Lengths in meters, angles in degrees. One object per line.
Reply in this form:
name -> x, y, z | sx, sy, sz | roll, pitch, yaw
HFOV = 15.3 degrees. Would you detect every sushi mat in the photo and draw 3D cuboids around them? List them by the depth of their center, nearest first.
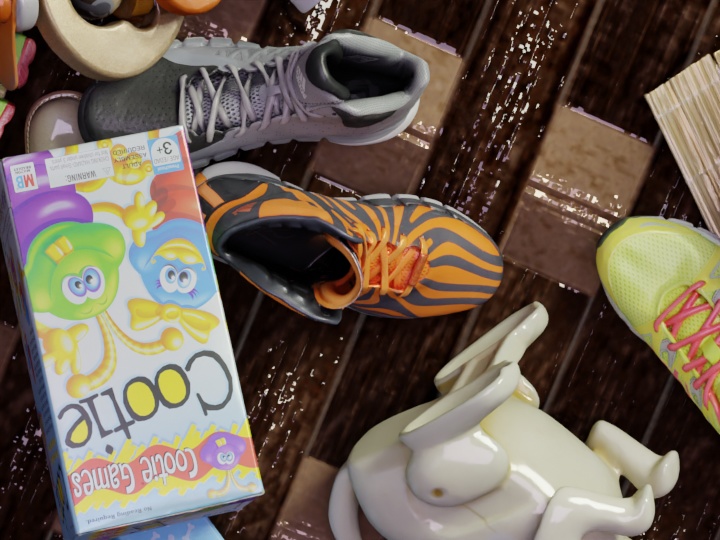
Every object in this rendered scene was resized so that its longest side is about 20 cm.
sushi mat -> 0.250, -0.039, 1.578 | 0.095, 0.012, 0.201 | -26, 96, -2

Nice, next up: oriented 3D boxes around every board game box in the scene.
board game box -> -0.127, 0.037, 1.435 | 0.103, 0.105, 0.201 | -11, 83, -11

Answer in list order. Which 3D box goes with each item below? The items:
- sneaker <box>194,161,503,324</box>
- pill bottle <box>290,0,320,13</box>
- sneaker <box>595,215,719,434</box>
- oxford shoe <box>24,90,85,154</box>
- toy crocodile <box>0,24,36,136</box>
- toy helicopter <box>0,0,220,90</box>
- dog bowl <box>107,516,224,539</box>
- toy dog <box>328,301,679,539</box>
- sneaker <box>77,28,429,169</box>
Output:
sneaker -> 0.000, 0.000, 1.499 | 0.199, 0.112, 0.078 | 10, 105, -21
pill bottle -> -0.067, -0.245, 1.492 | 0.111, 0.111, 0.200 | -42, 96, 0
sneaker -> 0.213, 0.048, 1.536 | 0.200, 0.090, 0.078 | 45, 105, -1
oxford shoe -> -0.142, -0.007, 1.525 | 0.071, 0.074, 0.201 | -20, 95, 1
toy crocodile -> -0.207, -0.128, 1.516 | 0.062, 0.068, 0.201 | 16, 95, -8
toy helicopter -> -0.174, -0.189, 1.456 | 0.132, 0.079, 0.200 | -42, 111, -23
dog bowl -> -0.090, 0.189, 1.531 | 0.050, 0.111, 0.200 | -37, 96, -13
toy dog -> 0.094, 0.154, 1.525 | 0.194, 0.140, 0.200 | -37, 96, 13
sneaker -> -0.055, -0.104, 1.488 | 0.199, 0.115, 0.075 | -8, 86, -13
